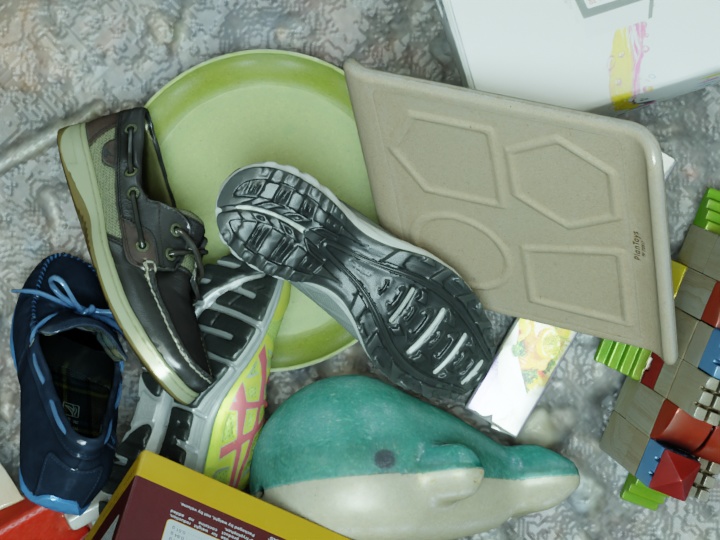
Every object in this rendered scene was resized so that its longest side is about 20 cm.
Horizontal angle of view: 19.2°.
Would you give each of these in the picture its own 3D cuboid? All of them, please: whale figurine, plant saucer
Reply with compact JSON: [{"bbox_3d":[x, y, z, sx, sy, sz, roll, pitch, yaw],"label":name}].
[{"bbox_3d":[0.030,0.114,1.276,0.199,0.159,0.104,-2,78,-23],"label":"whale figurine"},{"bbox_3d":[-0.059,-0.037,1.336,0.199,0.031,0.201,0,91,3],"label":"plant saucer"}]

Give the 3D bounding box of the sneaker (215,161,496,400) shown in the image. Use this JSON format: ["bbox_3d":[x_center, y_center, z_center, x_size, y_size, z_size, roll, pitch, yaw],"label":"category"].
[{"bbox_3d":[0.000,0.000,1.262,0.200,0.079,0.074,39,96,-13],"label":"sneaker"}]

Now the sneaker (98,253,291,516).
[{"bbox_3d":[-0.088,0.084,1.296,0.078,0.090,0.201,16,78,40],"label":"sneaker"}]

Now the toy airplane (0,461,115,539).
[{"bbox_3d":[-0.231,0.168,1.304,0.198,0.141,0.201,17,80,-35],"label":"toy airplane"}]

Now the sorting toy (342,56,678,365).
[{"bbox_3d":[0.090,-0.037,1.212,0.199,0.186,0.037,18,55,25],"label":"sorting toy"}]

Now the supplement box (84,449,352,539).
[{"bbox_3d":[-0.077,0.246,1.164,0.196,0.201,0.133,25,133,-11],"label":"supplement box"}]

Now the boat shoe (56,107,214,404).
[{"bbox_3d":[-0.124,-0.016,1.261,0.065,0.073,0.201,-28,65,7],"label":"boat shoe"}]

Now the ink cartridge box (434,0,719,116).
[{"bbox_3d":[0.147,-0.168,1.268,0.199,0.147,0.145,-17,89,3],"label":"ink cartridge box"}]

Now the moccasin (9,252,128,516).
[{"bbox_3d":[-0.163,0.056,1.269,0.080,0.201,0.068,12,129,-24],"label":"moccasin"}]

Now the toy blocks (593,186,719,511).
[{"bbox_3d":[0.210,0.060,1.261,0.099,0.137,0.201,21,95,-13],"label":"toy blocks"}]

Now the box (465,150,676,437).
[{"bbox_3d":[0.130,0.009,1.322,0.039,0.041,0.201,30,90,1],"label":"box"}]
